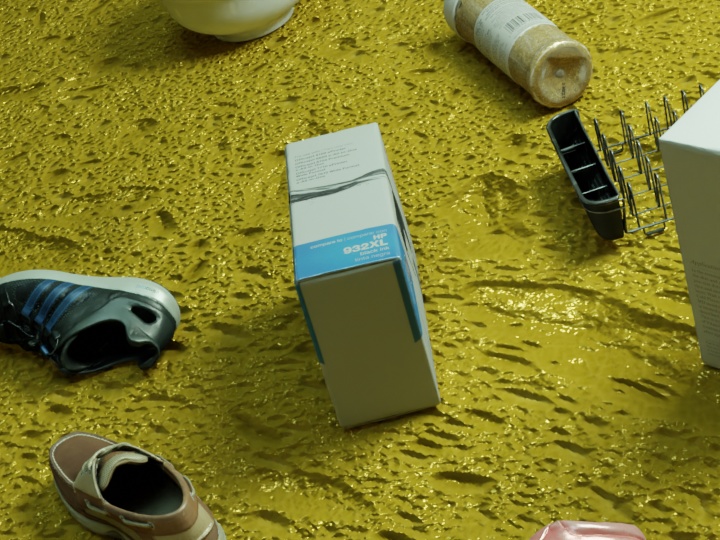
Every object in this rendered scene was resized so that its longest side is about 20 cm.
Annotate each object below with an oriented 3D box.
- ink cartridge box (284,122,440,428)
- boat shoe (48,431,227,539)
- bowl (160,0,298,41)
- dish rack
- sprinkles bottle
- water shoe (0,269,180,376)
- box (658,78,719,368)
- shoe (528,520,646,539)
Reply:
[{"bbox_3d":[0.000,0.000,1.368,0.083,0.146,0.200,-14,34,5],"label":"ink cartridge box"},{"bbox_3d":[-0.170,0.158,1.292,0.076,0.072,0.200,-38,39,-27],"label":"boat shoe"},{"bbox_3d":[-0.131,-0.314,1.917,0.200,0.091,0.202,-13,35,9],"label":"bowl"},{"bbox_3d":[0.268,-0.100,1.464,0.199,0.055,0.154,-17,35,2],"label":"dish rack"},{"bbox_3d":[0.148,-0.224,1.680,0.068,0.068,0.200,-25,35,-10],"label":"sprinkles bottle"},{"bbox_3d":[-0.254,0.047,1.488,0.199,0.072,0.079,-4,39,21],"label":"water shoe"},{"bbox_3d":[0.297,-0.034,1.227,0.097,0.201,0.124,17,47,41],"label":"box"},{"bbox_3d":[0.101,0.220,1.086,0.199,0.072,0.091,-16,32,-6],"label":"shoe"}]
